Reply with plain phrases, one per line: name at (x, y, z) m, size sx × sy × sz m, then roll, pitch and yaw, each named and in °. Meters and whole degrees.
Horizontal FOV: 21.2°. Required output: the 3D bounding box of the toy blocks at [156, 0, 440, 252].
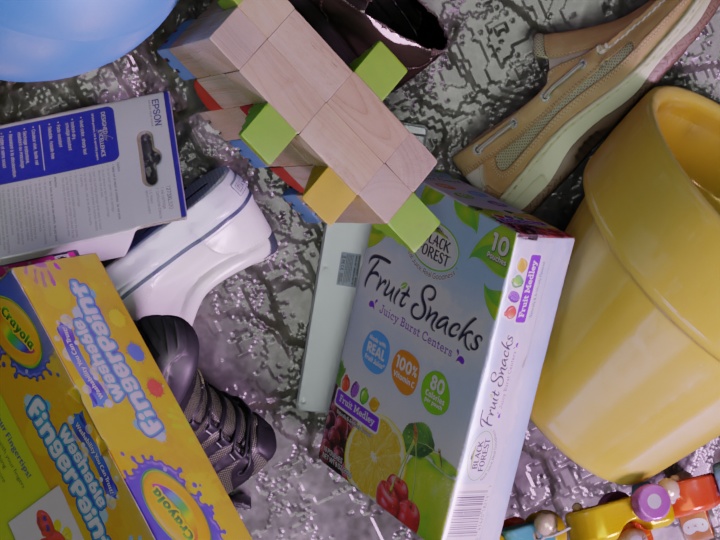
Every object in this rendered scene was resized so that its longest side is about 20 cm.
toy blocks at (-0.046, -0.098, 1.158) m, size 0.200 × 0.136 × 0.100 m, roll 46°, pitch 75°, yaw -19°

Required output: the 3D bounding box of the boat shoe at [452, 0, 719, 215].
boat shoe at (0.137, -0.122, 1.195) m, size 0.076 × 0.072 × 0.200 m, roll 44°, pitch 98°, yaw 3°

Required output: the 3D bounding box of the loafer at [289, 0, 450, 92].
loafer at (-0.013, -0.189, 1.137) m, size 0.071 × 0.073 × 0.200 m, roll -12°, pitch 137°, yaw 38°

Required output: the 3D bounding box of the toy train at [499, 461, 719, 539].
toy train at (0.149, 0.174, 1.238) m, size 0.198 × 0.150 × 0.056 m, roll -16°, pitch 82°, yaw 9°

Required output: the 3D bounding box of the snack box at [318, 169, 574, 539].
snack box at (0.049, 0.052, 1.189) m, size 0.053 × 0.142 × 0.202 m, roll 3°, pitch 107°, yaw -37°

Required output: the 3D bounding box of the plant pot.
plant pot at (0.192, 0.023, 1.181) m, size 0.200 × 0.201 × 0.189 m, roll 35°, pitch 118°, yaw -12°

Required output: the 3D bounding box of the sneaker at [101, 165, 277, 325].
sneaker at (-0.141, 0.020, 1.215) m, size 0.199 × 0.073 × 0.071 m, roll -35°, pitch 106°, yaw 9°

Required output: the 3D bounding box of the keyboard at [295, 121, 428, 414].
keyboard at (0.000, 0.000, 1.250) m, size 0.056 × 0.011 × 0.202 m, roll 9°, pitch 105°, yaw 0°

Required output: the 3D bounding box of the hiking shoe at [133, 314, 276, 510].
hiking shoe at (-0.103, 0.092, 1.214) m, size 0.100 × 0.076 × 0.201 m, roll -6°, pitch 144°, yaw -14°

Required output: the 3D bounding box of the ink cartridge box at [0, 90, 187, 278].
ink cartridge box at (-0.206, -0.045, 1.186) m, size 0.198 × 0.037 × 0.095 m, roll -13°, pitch 62°, yaw 3°

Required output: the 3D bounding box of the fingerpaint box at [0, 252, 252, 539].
fingerpaint box at (-0.177, 0.120, 1.133) m, size 0.167 × 0.073 × 0.201 m, roll -42°, pitch 72°, yaw 35°

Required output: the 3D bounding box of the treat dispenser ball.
treat dispenser ball at (-0.187, -0.207, 1.082) m, size 0.199 × 0.201 × 0.203 m, roll -1°, pitch 106°, yaw -3°
